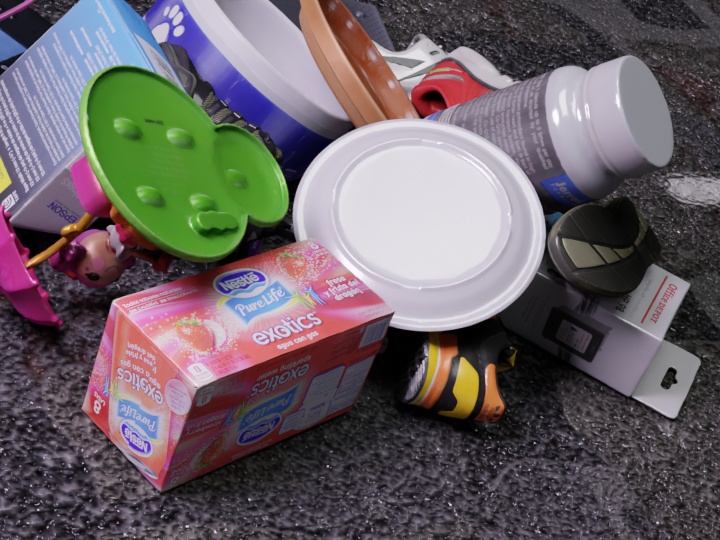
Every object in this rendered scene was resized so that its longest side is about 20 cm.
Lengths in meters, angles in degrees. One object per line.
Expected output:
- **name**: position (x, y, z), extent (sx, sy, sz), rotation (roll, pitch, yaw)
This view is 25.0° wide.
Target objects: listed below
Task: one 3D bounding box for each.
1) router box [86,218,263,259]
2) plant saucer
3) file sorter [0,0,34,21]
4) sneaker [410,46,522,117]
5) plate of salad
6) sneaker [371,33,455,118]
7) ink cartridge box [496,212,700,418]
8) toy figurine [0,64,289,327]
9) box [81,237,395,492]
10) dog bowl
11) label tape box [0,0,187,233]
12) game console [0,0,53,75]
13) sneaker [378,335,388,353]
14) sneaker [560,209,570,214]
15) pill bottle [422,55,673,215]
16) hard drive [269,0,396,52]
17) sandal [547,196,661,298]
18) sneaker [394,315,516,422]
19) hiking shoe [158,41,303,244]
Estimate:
- **router box**: position (-0.175, -0.093, 1.351), extent (0.148, 0.051, 0.200), rotation (4, 38, -30)
- **plant saucer**: position (0.003, -0.165, 1.443), extent (0.201, 0.032, 0.201), rotation (53, 13, -17)
- **file sorter**: position (-0.357, -0.299, 1.316), extent (0.125, 0.201, 0.139), rotation (-32, 59, -16)
- **sneaker**: position (0.120, -0.131, 1.486), extent (0.085, 0.077, 0.200), rotation (-36, 43, -15)
- **plate of salad**: position (0.046, -0.034, 1.272), extent (0.198, 0.048, 0.201), rotation (2, 57, -3)
- **sneaker**: position (0.084, -0.191, 1.603), extent (0.199, 0.074, 0.089), rotation (4, 73, -29)
- **ink cartridge box**: position (0.208, 0.031, 1.397), extent (0.199, 0.067, 0.116), rotation (29, 33, 9)
- **toy figurine**: position (-0.179, -0.032, 1.156), extent (0.199, 0.184, 0.151), rotation (3, 60, -54)
- **box**: position (-0.084, 0.062, 1.144), extent (0.095, 0.103, 0.199), rotation (41, 38, 26)
- **dog bowl**: position (-0.098, -0.176, 1.420), extent (0.200, 0.079, 0.200), rotation (42, 16, -15)
- **label tape box**: position (-0.232, -0.104, 1.252), extent (0.066, 0.200, 0.144), rotation (37, 15, -46)
- **game console**: position (-0.374, -0.216, 1.426), extent (0.176, 0.031, 0.200), rotation (32, 35, 14)
- **sneaker**: position (0.000, 0.000, 1.329), extent (0.082, 0.075, 0.201), rotation (32, 38, -12)
- **sneaker**: position (0.146, -0.069, 1.487), extent (0.199, 0.082, 0.070), rotation (27, 33, 6)
- **pill bottle**: position (0.151, -0.103, 1.352), extent (0.114, 0.199, 0.115), rotation (26, 56, -47)
- **hard drive**: position (-0.066, -0.242, 1.639), extent (0.199, 0.043, 0.135), rotation (8, 36, -22)
- **sandal**: position (0.198, -0.013, 1.343), extent (0.080, 0.057, 0.201), rotation (64, 25, 6)
- **sneaker**: position (0.082, 0.047, 1.304), extent (0.090, 0.070, 0.201), rotation (23, 37, -10)
- **hiking shoe**: position (-0.117, -0.096, 1.293), extent (0.100, 0.076, 0.201), rotation (6, 49, -42)
